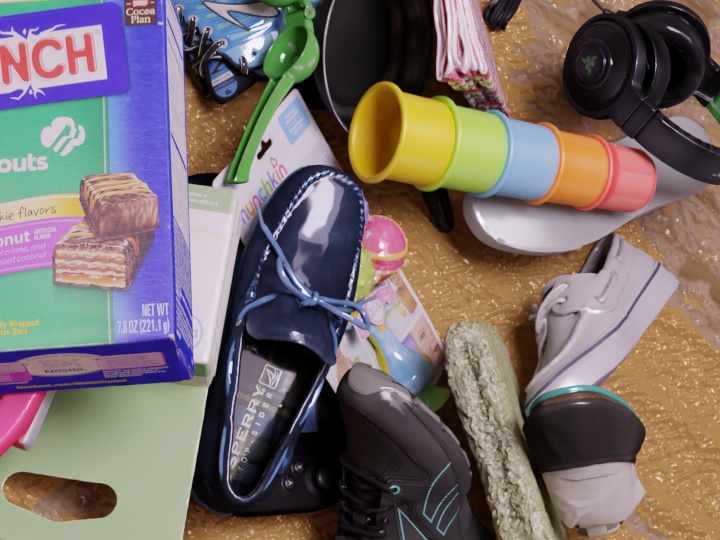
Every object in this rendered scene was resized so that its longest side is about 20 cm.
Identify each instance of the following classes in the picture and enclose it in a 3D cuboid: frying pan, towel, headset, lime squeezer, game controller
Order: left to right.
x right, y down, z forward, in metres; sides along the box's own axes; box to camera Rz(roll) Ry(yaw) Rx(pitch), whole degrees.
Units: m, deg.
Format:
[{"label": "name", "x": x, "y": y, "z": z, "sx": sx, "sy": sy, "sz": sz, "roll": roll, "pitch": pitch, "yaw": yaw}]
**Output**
[{"label": "game controller", "x": -0.062, "y": 0.042, "z": 1.347, "sx": 0.104, "sy": 0.042, "sz": 0.201, "roll": 3, "pitch": 74, "yaw": -44}, {"label": "lime squeezer", "x": -0.058, "y": -0.148, "z": 1.332, "sx": 0.070, "sy": 0.038, "sz": 0.201, "roll": -2, "pitch": 85, "yaw": -29}, {"label": "frying pan", "x": 0.024, "y": -0.117, "z": 1.422, "sx": 0.190, "sy": 0.031, "sz": 0.115, "roll": 46, "pitch": 61, "yaw": -50}, {"label": "towel", "x": 0.054, "y": -0.170, "z": 1.423, "sx": 0.030, "sy": 0.200, "sz": 0.147, "roll": -15, "pitch": 83, "yaw": 6}, {"label": "towel", "x": 0.091, "y": 0.126, "z": 1.381, "sx": 0.036, "sy": 0.148, "sz": 0.201, "roll": -18, "pitch": 86, "yaw": 6}, {"label": "headset", "x": 0.167, "y": -0.124, "z": 1.483, "sx": 0.200, "sy": 0.094, "sz": 0.123, "roll": 49, "pitch": 32, "yaw": 13}]

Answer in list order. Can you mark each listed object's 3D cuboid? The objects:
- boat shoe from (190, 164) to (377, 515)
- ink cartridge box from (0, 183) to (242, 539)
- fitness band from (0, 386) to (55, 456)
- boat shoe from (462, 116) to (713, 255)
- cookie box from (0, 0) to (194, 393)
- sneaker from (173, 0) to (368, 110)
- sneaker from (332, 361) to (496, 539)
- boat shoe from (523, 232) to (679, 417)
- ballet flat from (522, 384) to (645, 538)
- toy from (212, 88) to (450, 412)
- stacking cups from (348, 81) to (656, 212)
[{"label": "boat shoe", "x": -0.034, "y": 0.040, "z": 1.279, "sx": 0.084, "sy": 0.069, "sz": 0.201, "roll": 14, "pitch": 86, "yaw": -16}, {"label": "ink cartridge box", "x": -0.150, "y": 0.046, "z": 1.254, "sx": 0.145, "sy": 0.048, "sz": 0.201, "roll": 8, "pitch": 68, "yaw": 2}, {"label": "fitness band", "x": -0.221, "y": 0.022, "z": 1.217, "sx": 0.143, "sy": 0.037, "sz": 0.201, "roll": 17, "pitch": 70, "yaw": 5}, {"label": "boat shoe", "x": 0.139, "y": -0.047, "z": 1.493, "sx": 0.199, "sy": 0.064, "sz": 0.071, "roll": -14, "pitch": 83, "yaw": -34}, {"label": "cookie box", "x": -0.175, "y": -0.044, "z": 1.183, "sx": 0.170, "sy": 0.075, "sz": 0.201, "roll": -4, "pitch": 70, "yaw": 1}, {"label": "sneaker", "x": -0.083, "y": -0.147, "z": 1.372, "sx": 0.199, "sy": 0.078, "sz": 0.091, "roll": 14, "pitch": 72, "yaw": -29}, {"label": "sneaker", "x": 0.022, "y": 0.135, "z": 1.324, "sx": 0.079, "sy": 0.075, "sz": 0.201, "roll": -41, "pitch": 135, "yaw": -18}, {"label": "boat shoe", "x": 0.135, "y": 0.035, "z": 1.451, "sx": 0.065, "sy": 0.074, "sz": 0.200, "roll": 44, "pitch": 30, "yaw": 2}, {"label": "ballet flat", "x": 0.137, "y": 0.118, "z": 1.357, "sx": 0.068, "sy": 0.200, "sz": 0.069, "roll": -11, "pitch": 74, "yaw": 9}, {"label": "toy", "x": 0.000, "y": 0.000, "z": 1.364, "sx": 0.201, "sy": 0.047, "sz": 0.115, "roll": 62, "pitch": 35, "yaw": -20}, {"label": "stacking cups", "x": 0.088, "y": -0.065, "z": 1.401, "sx": 0.199, "sy": 0.060, "sz": 0.061, "roll": 11, "pitch": 71, "yaw": -35}]
